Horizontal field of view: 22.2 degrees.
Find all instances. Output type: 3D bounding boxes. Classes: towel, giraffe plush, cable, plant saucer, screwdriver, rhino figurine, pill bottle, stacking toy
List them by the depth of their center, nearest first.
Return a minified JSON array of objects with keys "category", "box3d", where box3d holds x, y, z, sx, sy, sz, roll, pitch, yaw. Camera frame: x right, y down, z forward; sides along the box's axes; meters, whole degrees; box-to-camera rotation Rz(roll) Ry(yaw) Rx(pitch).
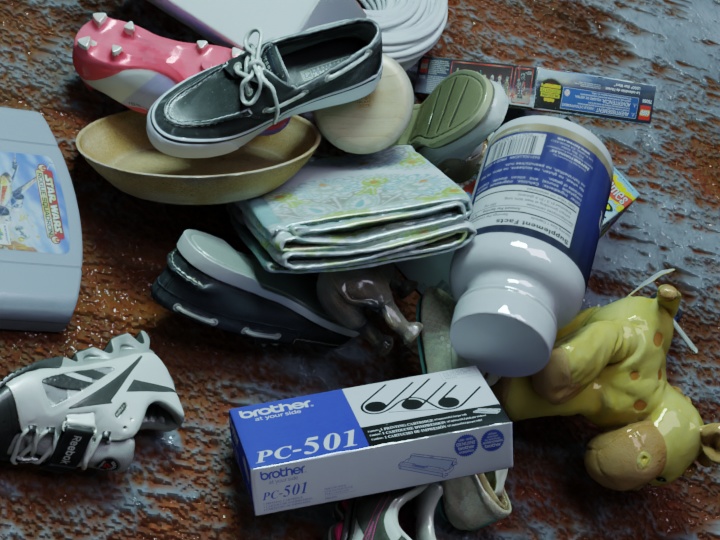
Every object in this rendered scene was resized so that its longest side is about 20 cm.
[{"category":"pill bottle","box3d":[0.133,-0.018,1.478,0.111,0.111,0.201,28,53,-12]},{"category":"towel","box3d":[-0.012,-0.049,1.488,0.170,0.048,0.200,-9,20,-13]},{"category":"plant saucer","box3d":[-0.131,-0.093,1.498,0.199,0.036,0.200,0,22,0]},{"category":"rhino figurine","box3d":[0.000,0.000,1.521,0.087,0.060,0.200,42,14,-17]},{"category":"giraffe plush","box3d":[0.218,0.114,1.542,0.199,0.173,0.163,-28,93,-12]},{"category":"stacking toy","box3d":[0.000,-0.140,1.591,0.085,0.086,0.200,38,0,-2]},{"category":"screwdriver","box3d":[0.281,0.048,1.654,0.029,0.028,0.200,31,10,-1]},{"category":"cable","box3d":[-0.015,-0.262,1.738,0.199,0.069,0.201,14,46,-19]}]

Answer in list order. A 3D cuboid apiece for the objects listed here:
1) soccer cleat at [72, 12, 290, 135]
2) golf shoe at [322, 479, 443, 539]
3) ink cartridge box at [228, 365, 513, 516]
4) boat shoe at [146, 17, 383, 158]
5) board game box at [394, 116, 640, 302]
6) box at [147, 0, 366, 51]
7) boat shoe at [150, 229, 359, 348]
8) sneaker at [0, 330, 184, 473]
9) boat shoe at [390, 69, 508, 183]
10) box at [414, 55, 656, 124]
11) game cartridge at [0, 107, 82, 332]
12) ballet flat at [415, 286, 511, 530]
[{"category":"soccer cleat","box3d":[-0.147,-0.152,1.522,0.199,0.077,0.067,20,61,11]},{"category":"golf shoe","box3d":[0.016,0.238,1.347,0.077,0.088,0.201,32,43,-33]},{"category":"ink cartridge box","box3d":[0.007,0.127,1.387,0.199,0.044,0.094,-10,26,-11]},{"category":"boat shoe","box3d":[-0.074,-0.148,1.437,0.198,0.068,0.074,-15,65,-10]},{"category":"board game box","box3d":[0.142,-0.038,1.646,0.105,0.103,0.200,47,44,8]},{"category":"box","box3d":[-0.111,-0.246,1.577,0.199,0.098,0.124,34,-1,15]},{"category":"boat shoe","box3d":[-0.084,0.026,1.473,0.199,0.060,0.076,27,19,-38]},{"category":"sneaker","box3d":[-0.206,0.111,1.317,0.199,0.074,0.089,-22,68,-42]},{"category":"boat shoe","box3d":[0.083,-0.119,1.607,0.068,0.200,0.075,28,72,-18]},{"category":"box","box3d":[0.160,-0.169,1.715,0.136,0.200,0.040,5,96,-31]},{"category":"game cartridge","box3d":[-0.284,-0.046,1.419,0.132,0.042,0.201,2,55,-28]},{"category":"ballet flat","box3d":[0.090,0.108,1.485,0.067,0.062,0.201,9,71,-57]}]
